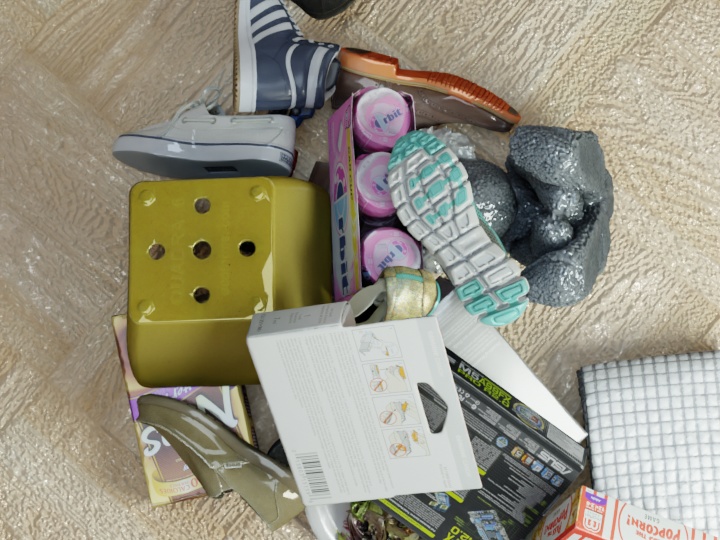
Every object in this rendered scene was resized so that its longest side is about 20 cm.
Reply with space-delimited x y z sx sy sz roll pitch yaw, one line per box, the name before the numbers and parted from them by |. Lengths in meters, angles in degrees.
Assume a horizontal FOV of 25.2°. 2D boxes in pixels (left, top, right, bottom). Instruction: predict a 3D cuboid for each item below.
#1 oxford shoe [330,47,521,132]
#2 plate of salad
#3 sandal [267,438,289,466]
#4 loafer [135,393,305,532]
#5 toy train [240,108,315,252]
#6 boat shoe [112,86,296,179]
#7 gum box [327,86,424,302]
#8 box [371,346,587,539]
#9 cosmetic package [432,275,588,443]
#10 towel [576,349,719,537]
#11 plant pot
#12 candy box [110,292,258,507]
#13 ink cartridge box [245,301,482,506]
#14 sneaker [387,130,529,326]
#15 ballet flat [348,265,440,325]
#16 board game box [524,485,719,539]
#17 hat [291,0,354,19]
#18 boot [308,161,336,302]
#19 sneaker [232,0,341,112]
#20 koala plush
oxford shoe | 0.066 -0.171 1.671 0.200 0.071 0.073 19 106 9
plate of salad | 0.040 0.229 1.602 0.200 0.048 0.200 2 109 5
sandal | -0.016 0.153 1.631 0.200 0.048 0.075 -41 111 21
loafer | -0.140 0.187 1.577 0.200 0.076 0.067 30 79 4
toy train | -0.089 -0.114 1.682 0.046 0.034 0.200 18 86 2
boat shoe | -0.158 -0.145 1.660 0.202 0.075 0.086 2 70 25
gum box | 0.013 -0.074 1.580 0.066 0.114 0.200 -1 83 -13
box | 0.088 0.177 1.527 0.200 0.044 0.160 35 112 -1
cosmetic package | 0.122 0.109 1.589 0.090 0.107 0.200 -44 100 -2
towel | 0.306 0.184 1.604 0.165 0.086 0.200 -6 82 1
plant pot | -0.135 0.000 1.547 0.200 0.176 0.200 -2 78 4
candy box | -0.175 0.132 1.651 0.117 0.056 0.200 -14 85 1
ink cartridge box | 0.007 0.118 1.453 0.173 0.044 0.200 -8 122 14
sneaker | 0.087 -0.037 1.514 0.078 0.091 0.200 -27 87 4
ballet flat | -0.001 0.064 1.515 0.071 0.071 0.200 44 128 7
board game box | 0.230 0.284 1.526 0.151 0.200 0.046 21 55 -8
hat | -0.032 -0.364 1.673 0.081 0.201 0.201 -19 81 -39
boot | 0.000 0.000 1.655 0.186 0.064 0.200 27 81 3
sneaker | -0.076 -0.239 1.656 0.108 0.070 0.200 1 53 -5
koala plush | 0.141 -0.063 1.616 0.200 0.184 0.177 0 101 21
